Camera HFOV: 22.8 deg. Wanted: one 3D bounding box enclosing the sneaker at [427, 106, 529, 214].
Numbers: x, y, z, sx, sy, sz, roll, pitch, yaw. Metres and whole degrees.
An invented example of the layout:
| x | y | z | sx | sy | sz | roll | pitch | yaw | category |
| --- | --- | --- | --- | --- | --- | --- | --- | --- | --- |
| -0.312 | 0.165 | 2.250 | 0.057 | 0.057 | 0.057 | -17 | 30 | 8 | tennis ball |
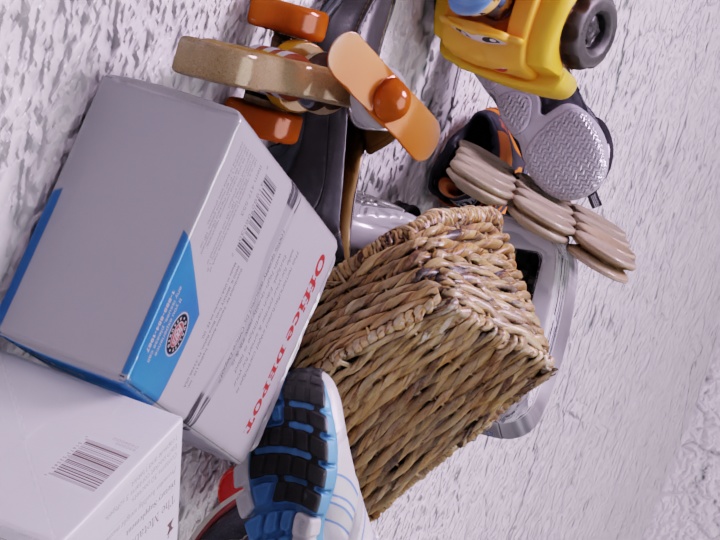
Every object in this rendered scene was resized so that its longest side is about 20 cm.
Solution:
| x | y | z | sx | sy | sz | roll | pitch | yaw | category |
| --- | --- | --- | --- | --- | --- | --- | --- | --- | --- |
| 0.088 | -0.038 | 1.476 | 0.112 | 0.077 | 0.200 | 3 | 94 | -67 | sneaker |

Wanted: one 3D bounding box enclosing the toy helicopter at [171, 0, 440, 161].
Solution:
| x | y | z | sx | sy | sz | roll | pitch | yaw | category |
| --- | --- | --- | --- | --- | --- | --- | --- | --- | --- |
| -0.035 | -0.101 | 0.960 | 0.200 | 0.132 | 0.079 | -6 | 113 | -69 | toy helicopter |

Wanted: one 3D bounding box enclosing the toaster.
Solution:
| x | y | z | sx | sy | sz | roll | pitch | yaw | category |
| --- | --- | --- | --- | --- | --- | --- | --- | --- | --- |
| 0.103 | 0.032 | 1.358 | 0.129 | 0.113 | 0.200 | 36 | 70 | -81 | toaster |

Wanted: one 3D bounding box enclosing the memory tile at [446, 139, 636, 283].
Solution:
| x | y | z | sx | sy | sz | roll | pitch | yaw | category |
| --- | --- | --- | --- | --- | --- | --- | --- | --- | --- |
| 0.133 | -0.046 | 1.317 | 0.017 | 0.153 | 0.200 | -61 | 180 | 11 | memory tile |

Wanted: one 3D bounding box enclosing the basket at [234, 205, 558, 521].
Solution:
| x | y | z | sx | sy | sz | roll | pitch | yaw | category |
| --- | --- | --- | --- | --- | --- | --- | --- | --- | --- |
| -0.001 | 0.042 | 1.146 | 0.143 | 0.149 | 0.200 | 28 | 122 | -37 | basket |

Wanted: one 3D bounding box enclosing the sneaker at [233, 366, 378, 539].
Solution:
| x | y | z | sx | sy | sz | roll | pitch | yaw | category |
| --- | --- | --- | --- | --- | --- | --- | --- | --- | --- |
| -0.021 | 0.156 | 1.058 | 0.087 | 0.075 | 0.200 | -1 | 91 | -46 | sneaker |

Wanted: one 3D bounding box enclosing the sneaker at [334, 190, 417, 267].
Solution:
| x | y | z | sx | sy | sz | roll | pitch | yaw | category |
| --- | --- | --- | --- | --- | --- | --- | --- | --- | --- |
| 0.000 | 0.000 | 1.244 | 0.100 | 0.078 | 0.200 | -68 | 160 | -1 | sneaker |

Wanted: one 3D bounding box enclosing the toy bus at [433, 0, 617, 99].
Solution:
| x | y | z | sx | sy | sz | roll | pitch | yaw | category |
| --- | --- | --- | --- | --- | --- | --- | --- | --- | --- |
| 0.102 | -0.238 | 1.248 | 0.192 | 0.136 | 0.200 | 12 | 99 | -58 | toy bus |

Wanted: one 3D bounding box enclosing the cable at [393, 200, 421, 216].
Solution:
| x | y | z | sx | sy | sz | roll | pitch | yaw | category |
| --- | --- | --- | --- | --- | --- | --- | --- | --- | --- |
| 0.019 | 0.040 | 1.418 | 0.097 | 0.050 | 0.200 | -39 | 133 | -35 | cable |

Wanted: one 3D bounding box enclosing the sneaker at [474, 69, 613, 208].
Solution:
| x | y | z | sx | sy | sz | roll | pitch | yaw | category |
| --- | --- | --- | --- | --- | --- | --- | --- | --- | --- |
| 0.140 | -0.138 | 1.399 | 0.200 | 0.075 | 0.114 | 69 | 11 | 15 | sneaker |

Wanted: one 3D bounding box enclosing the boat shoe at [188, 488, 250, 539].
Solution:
| x | y | z | sx | sy | sz | roll | pitch | yaw | category |
| --- | --- | --- | --- | --- | --- | --- | --- | --- | --- |
| -0.089 | 0.199 | 1.076 | 0.200 | 0.063 | 0.071 | -36 | 128 | -21 | boat shoe |

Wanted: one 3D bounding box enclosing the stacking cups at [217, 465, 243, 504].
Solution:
| x | y | z | sx | sy | sz | roll | pitch | yaw | category |
| --- | --- | --- | --- | --- | --- | --- | --- | --- | --- |
| -0.035 | 0.131 | 1.253 | 0.200 | 0.060 | 0.061 | -9 | 115 | -63 | stacking cups |

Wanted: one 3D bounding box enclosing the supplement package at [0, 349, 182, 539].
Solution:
| x | y | z | sx | sy | sz | roll | pitch | yaw | category |
| --- | --- | --- | --- | --- | --- | --- | --- | --- | --- |
| -0.163 | 0.161 | 0.876 | 0.114 | 0.109 | 0.200 | -47 | 149 | -51 | supplement package |

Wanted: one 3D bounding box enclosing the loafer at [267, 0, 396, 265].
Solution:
| x | y | z | sx | sy | sz | roll | pitch | yaw | category |
| --- | --- | --- | --- | --- | --- | --- | --- | --- | --- |
| -0.009 | -0.095 | 1.132 | 0.200 | 0.072 | 0.073 | -71 | 160 | -4 | loafer |

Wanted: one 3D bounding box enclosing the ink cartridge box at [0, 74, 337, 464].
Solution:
| x | y | z | sx | sy | sz | roll | pitch | yaw | category |
| --- | --- | --- | --- | --- | --- | --- | --- | --- | --- |
| -0.096 | 0.006 | 0.959 | 0.200 | 0.086 | 0.147 | 55 | 55 | -69 | ink cartridge box |
